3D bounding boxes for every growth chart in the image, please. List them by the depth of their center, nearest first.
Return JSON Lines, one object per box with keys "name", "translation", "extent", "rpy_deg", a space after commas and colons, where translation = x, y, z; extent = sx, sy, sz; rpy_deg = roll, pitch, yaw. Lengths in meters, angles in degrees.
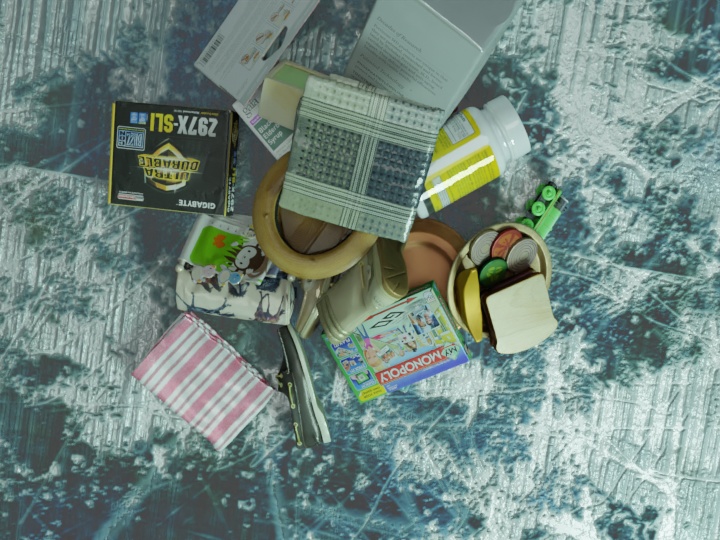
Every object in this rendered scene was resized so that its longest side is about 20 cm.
{"name": "growth chart", "translation": [-0.181, -0.037, 1.333], "extent": [0.195, 0.018, 0.147], "rpy_deg": [6, 57, 1]}

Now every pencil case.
{"name": "pencil case", "translation": [-0.199, 0.029, 1.345], "extent": [0.195, 0.078, 0.091], "rpy_deg": [7, 68, 1]}

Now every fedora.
{"name": "fedora", "translation": [-0.059, -0.085, 1.245], "extent": [0.196, 0.082, 0.206], "rpy_deg": [0, 86, 0]}

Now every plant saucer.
{"name": "plant saucer", "translation": [0.090, 0.019, 1.340], "extent": [0.195, 0.037, 0.205], "rpy_deg": [0, 93, 2]}

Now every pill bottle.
{"name": "pill bottle", "translation": [0.151, -0.175, 1.302], "extent": [0.197, 0.114, 0.116], "rpy_deg": [-28, 93, 4]}

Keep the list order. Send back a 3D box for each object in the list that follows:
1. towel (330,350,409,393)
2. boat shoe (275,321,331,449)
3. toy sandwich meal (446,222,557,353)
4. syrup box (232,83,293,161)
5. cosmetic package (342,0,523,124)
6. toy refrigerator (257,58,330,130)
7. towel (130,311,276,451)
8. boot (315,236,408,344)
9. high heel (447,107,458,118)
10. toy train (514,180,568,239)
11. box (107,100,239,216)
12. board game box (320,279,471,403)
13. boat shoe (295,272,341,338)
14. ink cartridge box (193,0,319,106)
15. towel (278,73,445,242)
{"name": "towel", "translation": [0.055, 0.076, 1.371], "extent": [0.145, 0.022, 0.203], "rpy_deg": [27, 95, -1]}
{"name": "boat shoe", "translation": [-0.102, 0.185, 1.358], "extent": [0.059, 0.072, 0.205], "rpy_deg": [-17, 96, -1]}
{"name": "toy sandwich meal", "translation": [0.222, 0.030, 1.297], "extent": [0.201, 0.070, 0.210], "rpy_deg": [-8, 112, -19]}
{"name": "syrup box", "translation": [-0.103, -0.202, 1.322], "extent": [0.078, 0.081, 0.201], "rpy_deg": [-39, 94, 4]}
{"name": "cosmetic package", "translation": [0.104, -0.336, 1.218], "extent": [0.165, 0.201, 0.168], "rpy_deg": [36, 55, 2]}
{"name": "toy refrigerator", "translation": [-0.039, -0.230, 1.219], "extent": [0.197, 0.076, 0.071], "rpy_deg": [23, 127, 6]}
{"name": "towel", "translation": [-0.252, 0.180, 1.372], "extent": [0.200, 0.030, 0.147], "rpy_deg": [42, 100, -7]}
{"name": "boot", "translation": [0.000, 0.000, 1.282], "extent": [0.072, 0.203, 0.155], "rpy_deg": [28, 127, -30]}
{"name": "high heel", "translation": [0.048, -0.251, 1.321], "extent": [0.196, 0.067, 0.098], "rpy_deg": [-18, 98, 3]}
{"name": "toy train", "translation": [0.259, -0.047, 1.347], "extent": [0.056, 0.042, 0.202], "rpy_deg": [33, 95, -12]}
{"name": "box", "translation": [-0.290, -0.174, 1.331], "extent": [0.195, 0.049, 0.164], "rpy_deg": [7, 95, 10]}
{"name": "board game box", "translation": [0.055, 0.113, 1.320], "extent": [0.197, 0.029, 0.136], "rpy_deg": [-24, 106, 21]}
{"name": "boat shoe", "translation": [-0.068, 0.005, 1.346], "extent": [0.064, 0.072, 0.204], "rpy_deg": [20, 92, 8]}
{"name": "ink cartridge box", "translation": [-0.145, -0.349, 1.279], "extent": [0.201, 0.043, 0.173], "rpy_deg": [-53, 50, 5]}
{"name": "towel", "translation": [-0.003, -0.154, 1.169], "extent": [0.196, 0.035, 0.196], "rpy_deg": [16, 108, 1]}
